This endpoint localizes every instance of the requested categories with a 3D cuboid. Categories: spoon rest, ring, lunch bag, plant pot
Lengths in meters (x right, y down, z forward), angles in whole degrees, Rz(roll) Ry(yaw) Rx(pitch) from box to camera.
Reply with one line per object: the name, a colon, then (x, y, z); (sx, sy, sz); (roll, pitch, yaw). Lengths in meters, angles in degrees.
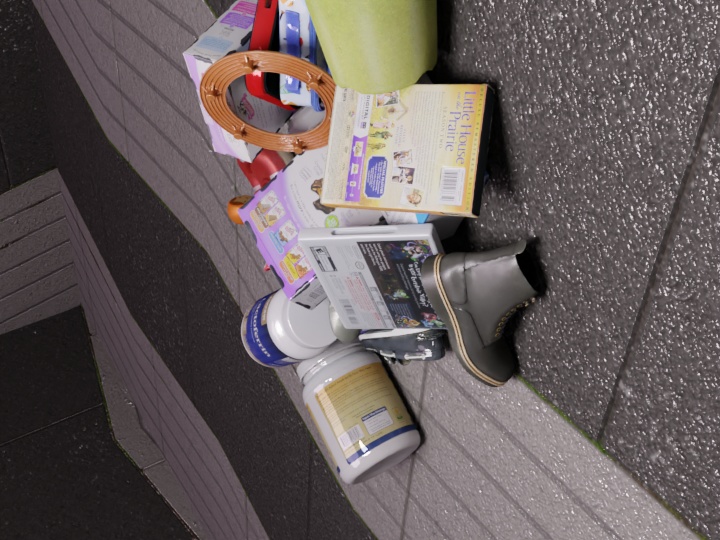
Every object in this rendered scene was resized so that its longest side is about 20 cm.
spoon rest: (-0.068, -0.211, 1.498); (0.061, 0.099, 0.200); (49, -177, -11)
ring: (-0.107, -0.204, 1.295); (0.201, 0.196, 0.020); (122, 161, -60)
lunch bag: (-0.053, -0.309, 1.320); (0.074, 0.161, 0.203); (13, 131, 15)
plant pot: (0.014, -0.312, 1.166); (0.200, 0.198, 0.187); (41, 153, 47)

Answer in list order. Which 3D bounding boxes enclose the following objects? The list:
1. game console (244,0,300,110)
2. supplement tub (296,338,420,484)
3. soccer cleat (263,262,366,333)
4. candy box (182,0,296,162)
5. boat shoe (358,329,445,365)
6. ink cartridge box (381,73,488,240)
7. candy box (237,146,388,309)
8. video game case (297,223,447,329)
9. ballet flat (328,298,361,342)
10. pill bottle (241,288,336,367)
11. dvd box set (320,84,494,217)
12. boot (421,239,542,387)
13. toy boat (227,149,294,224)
game console: (-0.096, -0.320, 1.347); (0.177, 0.030, 0.204); (-4, -73, -77)
supplement tub: (-0.007, 0.219, 1.639); (0.202, 0.142, 0.145); (61, 154, 18)
soccer cleat: (-0.070, 0.038, 1.667); (0.200, 0.076, 0.067); (46, 159, 7)
candy box: (-0.141, -0.281, 1.418); (0.070, 0.201, 0.170); (18, 143, 26)
boat shoe: (0.058, 0.109, 1.503); (0.199, 0.074, 0.062); (-18, 87, 67)
ink cartridge box: (0.060, -0.149, 1.292); (0.202, 0.083, 0.145); (60, 153, 18)
candy box: (-0.049, -0.077, 1.431); (0.169, 0.199, 0.071); (57, -165, 27)
video game case: (0.033, 0.012, 1.331); (0.178, 0.024, 0.201); (-1, 142, 22)
ballet flat: (0.000, 0.000, 1.463); (0.063, 0.066, 0.204); (-18, 57, 58)
pill bottle: (-0.102, 0.082, 1.578); (0.199, 0.114, 0.118); (-25, 86, 63)
dvd box set: (0.052, -0.142, 1.191); (0.196, 0.029, 0.150); (5, 86, 28)
boot: (0.174, 0.057, 1.232); (0.136, 0.078, 0.201); (-13, 128, 34)
toy boat: (-0.165, -0.118, 1.732); (0.130, 0.129, 0.204); (-21, 89, 65)
